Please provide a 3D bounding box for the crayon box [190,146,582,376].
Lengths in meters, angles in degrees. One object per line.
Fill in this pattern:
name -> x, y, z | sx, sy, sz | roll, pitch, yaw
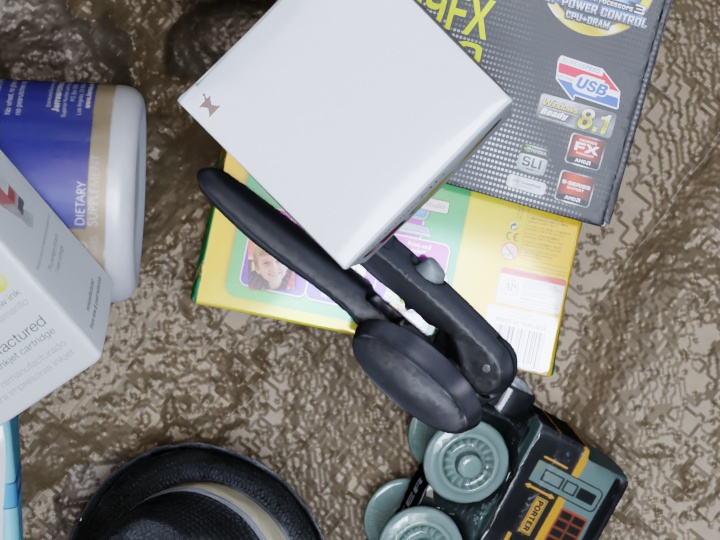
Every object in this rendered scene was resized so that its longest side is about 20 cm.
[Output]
crayon box -> 0.017, -0.021, 1.590 | 0.199, 0.058, 0.119 | 12, 91, -2

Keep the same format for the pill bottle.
pill bottle -> -0.215, -0.044, 1.555 | 0.199, 0.116, 0.116 | 2, 91, -1

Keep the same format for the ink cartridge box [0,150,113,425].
ink cartridge box -> -0.240, -0.009, 1.461 | 0.145, 0.084, 0.200 | -33, 113, 17

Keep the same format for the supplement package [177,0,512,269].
supplement package -> -0.003, -0.077, 1.408 | 0.110, 0.200, 0.114 | 45, 93, 1

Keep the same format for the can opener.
can opener -> 0.000, 0.000, 1.532 | 0.063, 0.079, 0.200 | -45, 84, 9

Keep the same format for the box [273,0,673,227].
box -> 0.053, -0.126, 1.532 | 0.199, 0.044, 0.161 | 16, 95, -3

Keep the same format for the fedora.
fedora -> -0.104, 0.192, 1.543 | 0.200, 0.091, 0.202 | 1, 92, 27

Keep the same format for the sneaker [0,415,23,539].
sneaker -> -0.246, 0.115, 1.577 | 0.130, 0.080, 0.201 | -2, 91, -3

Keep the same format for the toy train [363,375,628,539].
toy train -> 0.057, 0.155, 1.584 | 0.114, 0.085, 0.201 | 27, 95, -11
